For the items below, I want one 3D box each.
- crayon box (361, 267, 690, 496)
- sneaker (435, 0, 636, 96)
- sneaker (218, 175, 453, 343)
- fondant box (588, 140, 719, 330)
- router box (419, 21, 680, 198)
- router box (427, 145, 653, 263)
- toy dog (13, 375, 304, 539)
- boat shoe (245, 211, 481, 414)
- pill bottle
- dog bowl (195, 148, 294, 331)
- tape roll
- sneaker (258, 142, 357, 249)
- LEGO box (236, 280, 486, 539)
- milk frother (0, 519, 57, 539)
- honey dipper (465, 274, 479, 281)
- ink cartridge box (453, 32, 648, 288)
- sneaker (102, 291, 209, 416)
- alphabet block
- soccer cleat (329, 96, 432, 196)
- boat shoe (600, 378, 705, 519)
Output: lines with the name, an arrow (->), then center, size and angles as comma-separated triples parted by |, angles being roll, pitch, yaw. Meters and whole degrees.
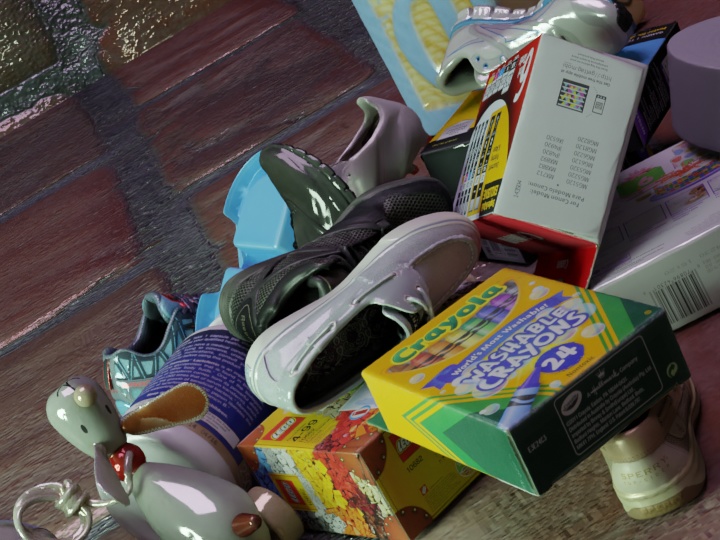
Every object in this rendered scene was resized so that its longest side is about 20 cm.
crayon box -> 0.088, 0.060, 1.184 | 0.125, 0.052, 0.200 | -35, 23, -21
sneaker -> 0.142, -0.179, 1.616 | 0.199, 0.075, 0.087 | -9, 41, 48
sneaker -> 0.000, 0.000, 1.436 | 0.198, 0.077, 0.114 | -28, 22, -18
fondant box -> 0.231, -0.029, 1.416 | 0.143, 0.059, 0.200 | -27, 19, 10
router box -> 0.167, -0.134, 1.630 | 0.199, 0.051, 0.149 | -14, 23, 34
router box -> 0.138, -0.076, 1.693 | 0.157, 0.052, 0.200 | -37, 19, -21
toy dog -> -0.129, 0.144, 1.311 | 0.096, 0.199, 0.133 | 121, 172, -59
boat shoe -> 0.016, 0.035, 1.331 | 0.200, 0.070, 0.071 | -36, 36, -18
pill bottle -> -0.110, 0.112, 1.474 | 0.115, 0.116, 0.200 | -18, 22, 32
dog bowl -> -0.079, -0.005, 1.684 | 0.111, 0.049, 0.202 | 6, 80, 51
tape roll -> 0.331, -0.145, 1.450 | 0.198, 0.067, 0.200 | -6, 19, 2
sneaker -> -0.025, -0.019, 1.591 | 0.091, 0.200, 0.076 | -40, -12, -3
LEGO box -> 0.037, 0.094, 1.355 | 0.200, 0.078, 0.148 | -41, 21, -30
milk frother -> -0.282, 0.236, 1.279 | 0.180, 0.201, 0.188 | -36, 18, -6
honey dipper -> 0.031, 0.073, 1.493 | 0.038, 0.038, 0.200 | -9, 30, 48
ink cartridge box -> 0.127, -0.065, 1.420 | 0.200, 0.083, 0.177 | 158, 127, -83
sneaker -> -0.150, 0.051, 1.734 | 0.079, 0.096, 0.200 | -7, 29, 49
alphabet block -> 0.142, -0.281, 2.014 | 0.196, 0.196, 0.200 | -4, 30, 50
soccer cleat -> -0.003, -0.055, 1.707 | 0.069, 0.077, 0.202 | 2, 71, 62
boat shoe -> 0.171, 0.079, 1.206 | 0.071, 0.065, 0.200 | -27, 18, 8
